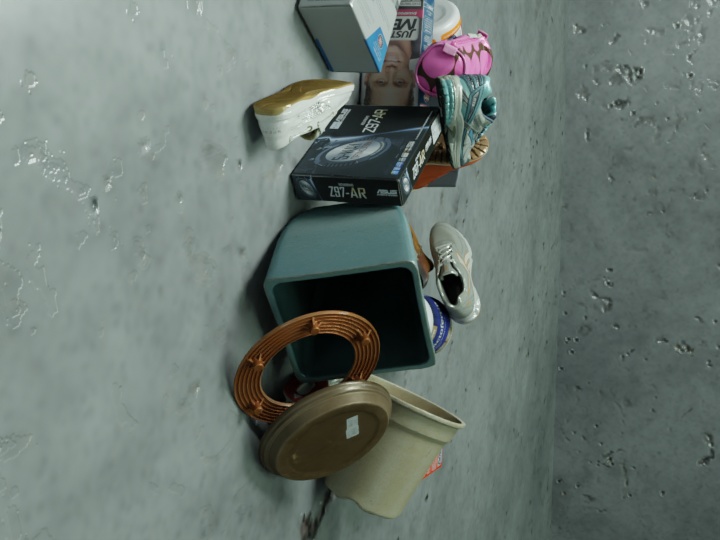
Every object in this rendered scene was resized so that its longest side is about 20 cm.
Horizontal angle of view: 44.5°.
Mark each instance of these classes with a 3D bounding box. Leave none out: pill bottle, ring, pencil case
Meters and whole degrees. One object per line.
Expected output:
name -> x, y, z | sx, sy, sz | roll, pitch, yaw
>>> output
pill bottle -> 0.133, -0.370, 1.570 | 0.200, 0.113, 0.113 | 73, 31, -45
ring -> -0.065, 0.131, 1.132 | 0.019, 0.200, 0.201 | 60, -6, 42
pencil case -> 0.152, -0.330, 1.395 | 0.094, 0.091, 0.200 | -54, 176, 27
pill bottle -> 0.085, 0.094, 1.558 | 0.200, 0.116, 0.116 | 17, 79, -67

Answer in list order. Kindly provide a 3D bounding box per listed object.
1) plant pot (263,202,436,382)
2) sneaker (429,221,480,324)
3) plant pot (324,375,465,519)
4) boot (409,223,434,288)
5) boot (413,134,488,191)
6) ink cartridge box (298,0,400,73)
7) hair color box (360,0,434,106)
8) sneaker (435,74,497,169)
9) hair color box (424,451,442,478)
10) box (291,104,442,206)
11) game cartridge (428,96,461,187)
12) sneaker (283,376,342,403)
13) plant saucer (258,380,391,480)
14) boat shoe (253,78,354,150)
plant pot -> -0.008, 0.007, 1.216 | 0.200, 0.196, 0.196 | -88, 168, -48
sneaker -> 0.165, -0.007, 1.595 | 0.092, 0.076, 0.200 | 40, 32, -61
plant pot -> 0.038, 0.284, 1.402 | 0.184, 0.200, 0.200 | -65, 157, -1
boot -> 0.078, -0.064, 1.555 | 0.188, 0.068, 0.200 | 57, 17, -6
boot -> 0.119, -0.184, 1.483 | 0.107, 0.200, 0.075 | 61, 22, -62
ink cartridge box -> -0.004, -0.406, 1.255 | 0.145, 0.084, 0.200 | 55, 45, -58
hair color box -> 0.059, -0.337, 1.407 | 0.061, 0.100, 0.200 | -14, 108, -69
sneaker -> 0.166, -0.221, 1.328 | 0.200, 0.086, 0.078 | 71, 9, -64
hair color box -> 0.069, 0.335, 1.581 | 0.200, 0.111, 0.064 | 4, 92, -69
box -> 0.014, -0.169, 1.257 | 0.200, 0.160, 0.044 | -61, 148, -45
game cartridge -> 0.108, -0.227, 1.513 | 0.042, 0.133, 0.200 | -65, 150, -42
sneaker -> -0.063, 0.197, 1.301 | 0.200, 0.078, 0.116 | -24, 130, -59
plant saucer -> -0.043, 0.226, 1.205 | 0.029, 0.200, 0.200 | 58, -4, 37
boat shoe -> -0.073, -0.207, 1.161 | 0.200, 0.071, 0.069 | -36, 130, -51
